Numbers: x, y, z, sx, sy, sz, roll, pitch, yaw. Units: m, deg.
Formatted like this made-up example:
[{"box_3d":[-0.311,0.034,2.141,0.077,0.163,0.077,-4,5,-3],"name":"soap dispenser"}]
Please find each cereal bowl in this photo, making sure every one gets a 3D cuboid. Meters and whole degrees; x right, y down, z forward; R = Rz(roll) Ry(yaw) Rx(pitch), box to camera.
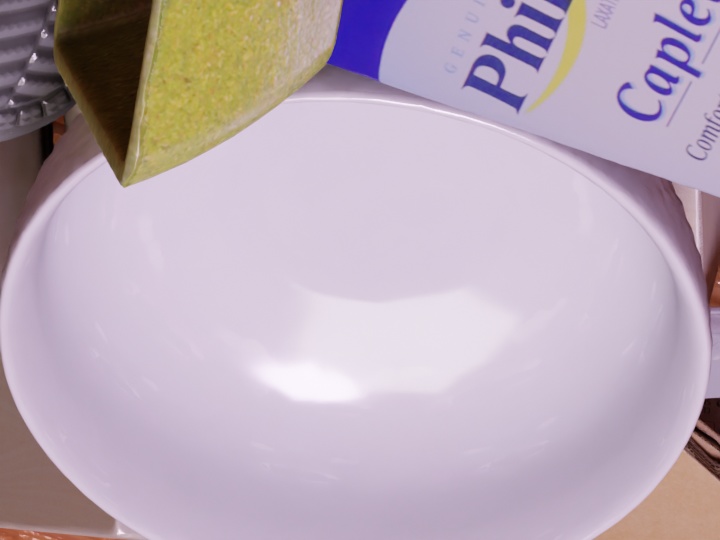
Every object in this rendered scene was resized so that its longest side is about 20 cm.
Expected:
[{"box_3d":[0.000,0.000,0.813,0.200,0.083,0.200,2,132,3],"name":"cereal bowl"}]

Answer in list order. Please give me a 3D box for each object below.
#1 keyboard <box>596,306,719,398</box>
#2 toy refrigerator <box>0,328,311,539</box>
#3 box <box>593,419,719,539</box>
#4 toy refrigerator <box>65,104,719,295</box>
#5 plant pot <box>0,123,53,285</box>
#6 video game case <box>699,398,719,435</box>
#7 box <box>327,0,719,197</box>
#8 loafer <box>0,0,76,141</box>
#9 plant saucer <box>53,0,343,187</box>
[{"box_3d":[0.160,0.025,0.908,0.200,0.011,0.056,-1,156,-35],"name":"keyboard"},{"box_3d":[-0.079,0.055,0.969,0.070,0.076,0.200,8,173,-23],"name":"toy refrigerator"},{"box_3d":[0.056,0.109,0.976,0.163,0.021,0.200,40,130,-23],"name":"box"},{"box_3d":[0.014,-0.037,0.900,0.200,0.070,0.076,2,118,15],"name":"toy refrigerator"},{"box_3d":[-0.187,-0.040,0.904,0.173,0.200,0.200,-4,139,-4],"name":"plant pot"},{"box_3d":[0.110,0.081,1.056,0.200,0.022,0.182,6,138,10],"name":"video game case"},{"box_3d":[0.108,-0.119,0.708,0.200,0.184,0.105,18,140,-4],"name":"box"},{"box_3d":[-0.102,-0.136,0.800,0.070,0.075,0.200,24,112,46],"name":"loafer"},{"box_3d":[-0.029,-0.131,0.681,0.048,0.200,0.200,8,101,-13],"name":"plant saucer"}]
